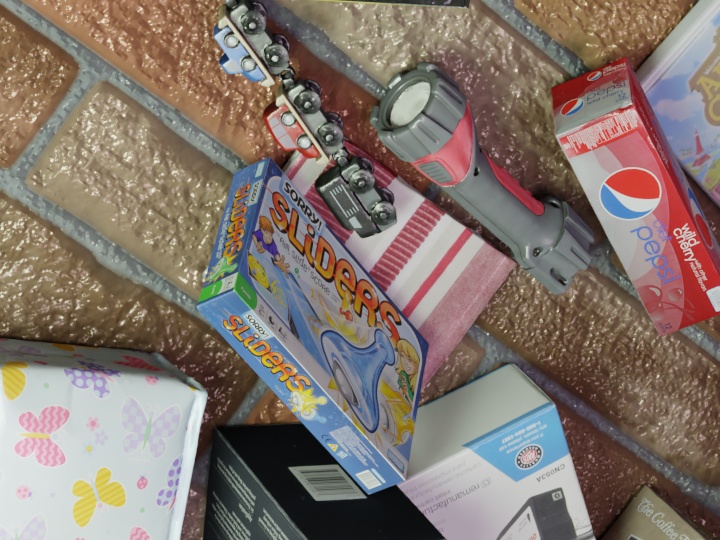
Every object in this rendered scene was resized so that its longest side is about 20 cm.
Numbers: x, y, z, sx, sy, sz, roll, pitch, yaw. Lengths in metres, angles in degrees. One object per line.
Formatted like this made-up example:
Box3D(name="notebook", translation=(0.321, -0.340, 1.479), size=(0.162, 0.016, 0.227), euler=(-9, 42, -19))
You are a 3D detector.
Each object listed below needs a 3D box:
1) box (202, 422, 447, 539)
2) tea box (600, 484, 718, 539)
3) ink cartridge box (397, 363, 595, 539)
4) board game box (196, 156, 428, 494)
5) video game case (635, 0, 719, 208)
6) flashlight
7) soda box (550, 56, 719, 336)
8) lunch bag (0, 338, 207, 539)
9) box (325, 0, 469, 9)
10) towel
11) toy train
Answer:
Box3D(name="box", translation=(-0.035, 0.230, 1.634), size=(0.103, 0.200, 0.184), euler=(-1, 111, -24))
Box3D(name="tea box", translation=(0.286, 0.303, 1.806), size=(0.196, 0.200, 0.134), euler=(39, 92, -30))
Box3D(name="ink cartridge box", translation=(0.094, 0.196, 1.744), size=(0.144, 0.084, 0.201), euler=(-26, 119, -13))
Box3D(name="board game box", translation=(-0.028, 0.038, 1.579), size=(0.034, 0.136, 0.200), euler=(-23, 125, 28))
Box3D(name="video game case", translation=(0.313, -0.147, 1.738), size=(0.200, 0.022, 0.182), euler=(-48, 121, 0))
Box3D(name="flashlight", translation=(0.093, -0.067, 1.652), size=(0.068, 0.068, 0.200), euler=(-45, 126, 10))
Box3D(name="soda box", translation=(0.208, -0.053, 1.692), size=(0.063, 0.070, 0.201), euler=(-21, 122, 16))
Box3D(name="lunch bag", translation=(-0.214, 0.153, 1.568), size=(0.168, 0.127, 0.202), euler=(6, 98, -28))
Box3D(name="box", translation=(-0.012, -0.260, 1.533), size=(0.198, 0.049, 0.161), euler=(1, 108, -24))
Box3D(name="towel", translation=(0.000, 0.000, 1.660), size=(0.199, 0.023, 0.144), euler=(34, 96, -29))
Box3D(name="toy train", translation=(-0.042, -0.103, 1.575), size=(0.046, 0.034, 0.201), euler=(-31, 111, 12))
